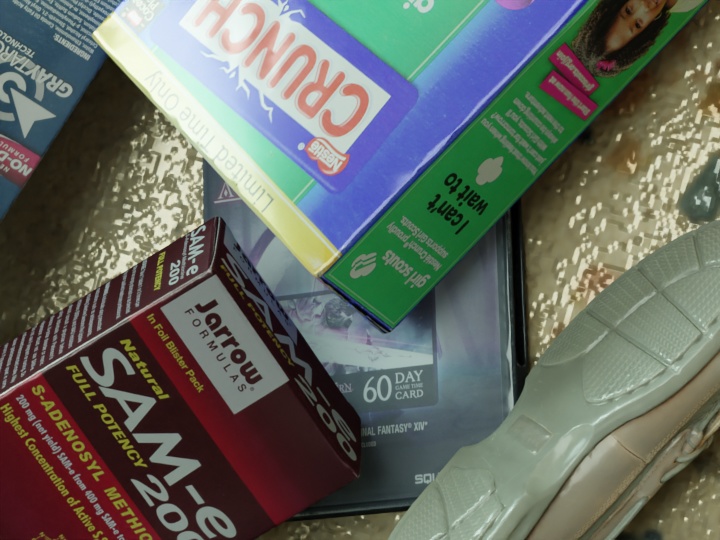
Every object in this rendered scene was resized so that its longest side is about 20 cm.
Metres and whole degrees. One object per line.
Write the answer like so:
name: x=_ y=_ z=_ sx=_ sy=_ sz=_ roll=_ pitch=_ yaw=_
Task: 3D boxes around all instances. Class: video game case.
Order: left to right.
video game case: x=0.000 y=0.000 z=1.230 sx=0.142 sy=0.019 sz=0.201 roll=-7 pitch=77 yaw=26

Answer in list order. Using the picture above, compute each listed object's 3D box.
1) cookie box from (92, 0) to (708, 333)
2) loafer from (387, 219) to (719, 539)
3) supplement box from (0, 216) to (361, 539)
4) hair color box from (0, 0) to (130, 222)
cookie box: x=0.018 y=-0.106 z=1.188 sx=0.200 sy=0.075 sz=0.171 roll=-47 pitch=56 yaw=4
loafer: x=0.095 y=0.066 z=1.150 sx=0.200 sy=0.063 sz=0.072 roll=-45 pitch=34 yaw=1
supplement box: x=-0.110 y=0.079 z=1.184 sx=0.200 sy=0.061 sz=0.109 roll=-32 pitch=108 yaw=11
hair color box: x=-0.134 y=-0.114 z=1.268 sx=0.060 sy=0.100 sz=0.200 roll=32 pitch=97 yaw=-14
